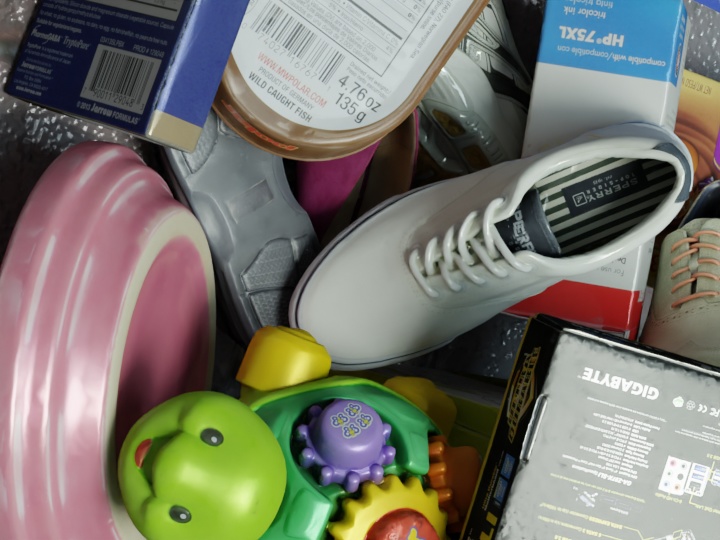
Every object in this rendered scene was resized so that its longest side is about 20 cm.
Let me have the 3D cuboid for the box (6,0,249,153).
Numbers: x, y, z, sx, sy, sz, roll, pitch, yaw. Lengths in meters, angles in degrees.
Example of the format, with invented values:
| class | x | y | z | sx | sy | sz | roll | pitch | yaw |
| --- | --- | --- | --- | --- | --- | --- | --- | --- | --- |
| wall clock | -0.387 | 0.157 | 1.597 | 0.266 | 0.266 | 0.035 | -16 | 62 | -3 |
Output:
| class | x | y | z | sx | sy | sz | roll | pitch | yaw |
| --- | --- | --- | --- | --- | --- | --- | --- | --- | --- |
| box | -0.080 | -0.157 | 1.120 | 0.032 | 0.121 | 0.200 | 19 | 90 | -39 |

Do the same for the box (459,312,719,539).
| class | x | y | z | sx | sy | sz | roll | pitch | yaw |
| --- | --- | --- | --- | --- | --- | --- | --- | --- | --- |
| box | 0.145 | 0.122 | 1.103 | 0.200 | 0.049 | 0.160 | 16 | 95 | -13 |

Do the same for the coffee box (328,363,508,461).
| class | x | y | z | sx | sy | sz | roll | pitch | yaw |
| --- | --- | --- | --- | --- | --- | --- | --- | --- | --- |
| coffee box | 0.089 | 0.165 | 1.259 | 0.198 | 0.200 | 0.200 | 10 | 95 | -57 |

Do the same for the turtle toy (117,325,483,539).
| class | x | y | z | sx | sy | sz | roll | pitch | yaw |
| --- | --- | --- | --- | --- | --- | --- | --- | --- | --- |
| turtle toy | -0.025 | 0.103 | 1.108 | 0.200 | 0.101 | 0.146 | 23 | 87 | -36 |

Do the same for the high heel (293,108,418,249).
| class | x | y | z | sx | sy | sz | roll | pitch | yaw |
| --- | --- | --- | --- | --- | --- | --- | --- | --- | --- |
| high heel | 0.000 | 0.000 | 1.242 | 0.067 | 0.096 | 0.200 | -27 | 118 | -31 |

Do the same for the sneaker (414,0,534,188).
| class | x | y | z | sx | sy | sz | roll | pitch | yaw |
| --- | --- | --- | --- | --- | --- | --- | --- | --- | --- |
| sneaker | 0.022 | -0.127 | 1.254 | 0.200 | 0.076 | 0.088 | 57 | 45 | -31 |

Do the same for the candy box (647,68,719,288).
| class | x | y | z | sx | sy | sz | roll | pitch | yaw |
| --- | --- | --- | --- | --- | --- | --- | --- | --- | --- |
| candy box | 0.185 | -0.042 | 1.403 | 0.200 | 0.056 | 0.117 | 16 | 92 | -38 |

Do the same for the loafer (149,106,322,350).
| class | x | y | z | sx | sy | sz | roll | pitch | yaw |
| --- | --- | --- | --- | --- | --- | --- | --- | --- | --- |
| loafer | -0.069 | -0.052 | 1.200 | 0.072 | 0.063 | 0.200 | -25 | 108 | -32 |

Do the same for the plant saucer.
| class | x | y | z | sx | sy | sz | roll | pitch | yaw |
| --- | --- | --- | --- | --- | --- | --- | --- | --- | --- |
| plant saucer | -0.108 | 0.045 | 1.129 | 0.200 | 0.051 | 0.201 | 6 | 90 | -77 |

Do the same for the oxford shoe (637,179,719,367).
| class | x | y | z | sx | sy | sz | roll | pitch | yaw |
| --- | --- | --- | --- | --- | --- | --- | --- | --- | --- |
| oxford shoe | 0.165 | 0.017 | 1.286 | 0.200 | 0.071 | 0.074 | -61 | 138 | -64 |

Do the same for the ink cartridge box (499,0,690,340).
| class | x | y | z | sx | sy | sz | roll | pitch | yaw |
| --- | --- | --- | --- | --- | --- | --- | --- | --- | --- |
| ink cartridge box | 0.112 | -0.033 | 1.263 | 0.116 | 0.067 | 0.201 | 3 | 97 | -81 |

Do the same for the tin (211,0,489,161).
| class | x | y | z | sx | sy | sz | roll | pitch | yaw |
| --- | --- | --- | --- | --- | --- | --- | --- | --- | --- |
| tin | 0.007 | -0.141 | 1.159 | 0.112 | 0.042 | 0.200 | 37 | 77 | -14 |

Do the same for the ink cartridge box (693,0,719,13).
| class | x | y | z | sx | sy | sz | roll | pitch | yaw |
| --- | --- | --- | --- | --- | --- | --- | --- | --- | --- |
| ink cartridge box | 0.147 | -0.217 | 1.252 | 0.094 | 0.200 | 0.044 | 18 | 135 | -39 |

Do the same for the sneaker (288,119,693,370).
| class | x | y | z | sx | sy | sz | roll | pitch | yaw |
| --- | --- | --- | --- | --- | --- | --- | --- | --- | --- |
| sneaker | 0.057 | -0.016 | 1.168 | 0.200 | 0.071 | 0.073 | -28 | 89 | 1 |
